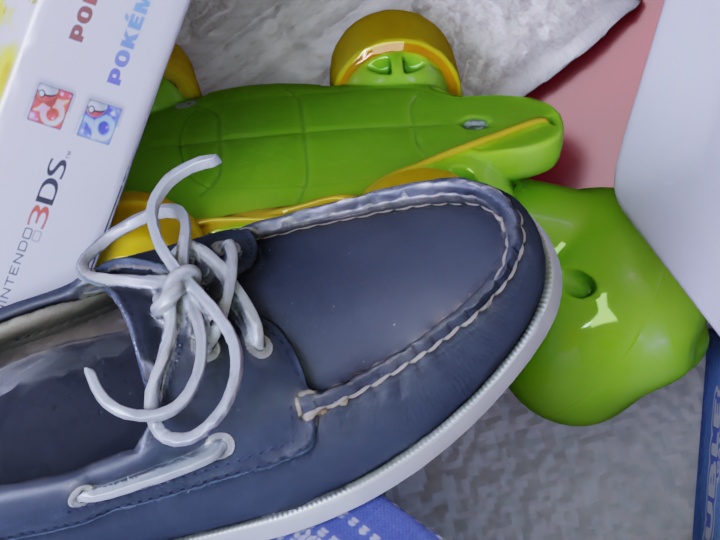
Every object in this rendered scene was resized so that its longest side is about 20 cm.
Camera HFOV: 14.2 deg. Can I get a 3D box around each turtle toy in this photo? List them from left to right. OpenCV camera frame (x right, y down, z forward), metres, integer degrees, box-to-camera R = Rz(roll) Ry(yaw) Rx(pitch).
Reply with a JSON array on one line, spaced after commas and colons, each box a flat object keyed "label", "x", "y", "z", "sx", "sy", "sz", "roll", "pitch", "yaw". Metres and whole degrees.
[{"label": "turtle toy", "x": 0.000, "y": 0.000, "z": 0.793, "sx": 0.200, "sy": 0.146, "sz": 0.101, "roll": -3, "pitch": 118, "yaw": -1}]

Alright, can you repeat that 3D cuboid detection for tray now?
[{"label": "tray", "x": 0.113, "y": -0.079, "z": 0.688, "sx": 0.022, "sy": 0.107, "sz": 0.200, "roll": 2, "pitch": 120, "yaw": -23}]

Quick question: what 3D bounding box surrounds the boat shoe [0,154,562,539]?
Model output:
[{"label": "boat shoe", "x": -0.050, "y": 0.024, "z": 0.670, "sx": 0.200, "sy": 0.062, "sz": 0.075, "roll": -21, "pitch": 51, "yaw": 1}]

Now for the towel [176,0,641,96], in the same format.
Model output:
[{"label": "towel", "x": -0.033, "y": -0.074, "z": 0.859, "sx": 0.200, "sy": 0.034, "sz": 0.133, "roll": -36, "pitch": 97, "yaw": 5}]

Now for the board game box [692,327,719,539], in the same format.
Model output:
[{"label": "board game box", "x": 0.118, "y": 0.118, "z": 0.767, "sx": 0.043, "sy": 0.199, "sz": 0.200, "roll": 4, "pitch": 90, "yaw": -1}]

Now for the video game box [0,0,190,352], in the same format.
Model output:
[{"label": "video game box", "x": -0.106, "y": -0.095, "z": 0.763, "sx": 0.047, "sy": 0.200, "sz": 0.182, "roll": 14, "pitch": 98, "yaw": -35}]

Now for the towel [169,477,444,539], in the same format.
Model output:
[{"label": "towel", "x": -0.065, "y": 0.120, "z": 0.654, "sx": 0.200, "sy": 0.024, "sz": 0.145, "roll": -43, "pitch": 53, "yaw": -18}]
